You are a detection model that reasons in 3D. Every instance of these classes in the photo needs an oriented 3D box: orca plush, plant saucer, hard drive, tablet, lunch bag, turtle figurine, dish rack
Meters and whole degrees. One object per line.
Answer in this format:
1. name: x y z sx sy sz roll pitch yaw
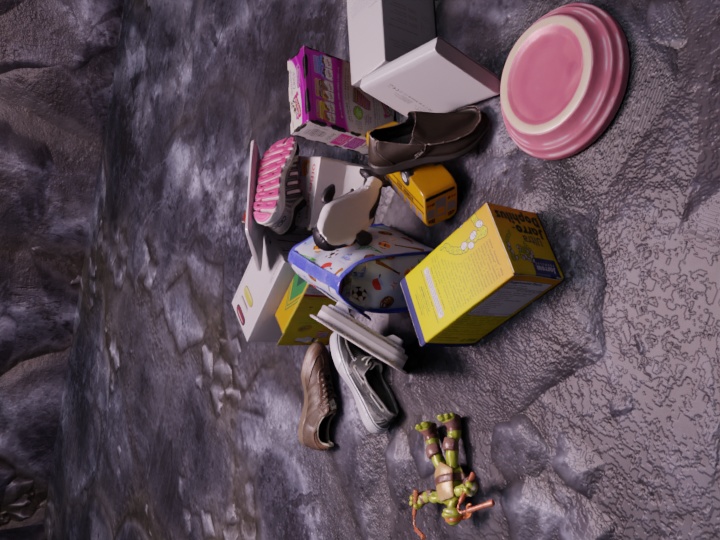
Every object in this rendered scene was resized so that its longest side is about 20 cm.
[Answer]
1. orca plush: -0.028 -0.090 1.060 0.071 0.104 0.203 -35 26 45
2. plant saucer: 0.258 -0.254 0.891 0.198 0.050 0.207 -11 77 53
3. hard drive: 0.103 -0.285 1.023 0.198 0.130 0.027 -3 68 58
4. tablet: -0.188 -0.118 1.211 0.131 0.013 0.205 86 -179 -59
5. lunch bag: 0.000 0.000 1.087 0.169 0.196 0.128 26 113 50
6. turtle figurine: 0.134 0.300 0.985 0.200 0.063 0.166 -45 44 52
7. dish rack: 0.008 0.104 1.063 0.044 0.169 0.200 -59 -7 -7

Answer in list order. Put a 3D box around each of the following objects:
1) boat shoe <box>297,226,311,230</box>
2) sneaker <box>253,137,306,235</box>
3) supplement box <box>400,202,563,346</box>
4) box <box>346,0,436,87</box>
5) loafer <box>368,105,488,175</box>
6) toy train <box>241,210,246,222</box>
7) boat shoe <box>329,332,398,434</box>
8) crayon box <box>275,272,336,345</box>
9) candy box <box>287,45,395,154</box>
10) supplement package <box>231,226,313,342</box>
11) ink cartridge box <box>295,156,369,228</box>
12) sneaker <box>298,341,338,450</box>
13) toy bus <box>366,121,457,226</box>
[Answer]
1. boat shoe: -0.149 -0.052 1.410 0.071 0.066 0.206 29 113 57
2. sneaker: -0.137 -0.146 1.192 0.072 0.088 0.204 -14 51 25
3. supplement box: 0.164 0.013 0.940 0.200 0.107 0.112 -44 53 41
4. box: 0.053 -0.412 1.128 0.096 0.122 0.207 -17 72 51
5. loafer: 0.099 -0.205 1.010 0.195 0.072 0.074 -19 48 7
6. toy train: -0.212 -0.152 1.503 0.198 0.083 0.119 19 91 53
7. boat shoe: 0.013 0.182 1.172 0.071 0.071 0.203 -43 63 30
8. crayon box: -0.078 0.055 1.251 0.203 0.124 0.051 -60 44 29
9. candy box: -0.030 -0.289 1.163 0.060 0.196 0.141 -20 68 49
10. supplement package: -0.141 0.031 1.315 0.112 0.153 0.203 56 128 40
11. ink cartridge box: -0.074 -0.145 1.269 0.198 0.123 0.133 13 96 54
12. sneaker: -0.070 0.243 1.286 0.074 0.070 0.207 8 96 34
13. toy bus: 0.081 -0.165 1.094 0.201 0.064 0.080 53 161 42
